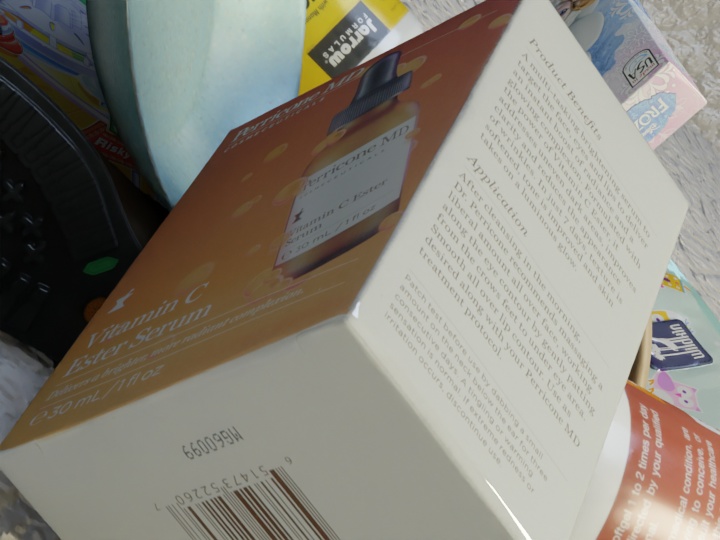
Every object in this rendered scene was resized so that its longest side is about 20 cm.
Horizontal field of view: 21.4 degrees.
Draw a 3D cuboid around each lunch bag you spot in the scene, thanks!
[{"bbox_3d":[0.167,0.080,1.077,0.200,0.122,0.170,39,15,-54],"label":"lunch bag"}]

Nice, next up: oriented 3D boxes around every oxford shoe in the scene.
[{"bbox_3d":[-0.109,-0.012,0.721,0.200,0.073,0.084,53,10,-25],"label":"oxford shoe"}]

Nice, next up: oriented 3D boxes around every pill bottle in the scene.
[{"bbox_3d":[-0.035,-0.138,1.123,0.200,0.112,0.112,45,16,-6],"label":"pill bottle"},{"bbox_3d":[0.098,0.102,0.765,0.200,0.112,0.112,29,22,-22],"label":"pill bottle"}]

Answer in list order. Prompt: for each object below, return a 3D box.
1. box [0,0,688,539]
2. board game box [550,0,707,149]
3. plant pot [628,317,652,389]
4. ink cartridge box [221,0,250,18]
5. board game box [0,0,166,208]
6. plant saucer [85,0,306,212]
[{"bbox_3d":[0.002,0.017,0.637,0.106,0.152,0.200,52,37,-19],"label":"box"},{"bbox_3d":[0.109,-0.094,1.226,0.043,0.200,0.199,41,16,-26],"label":"board game box"},{"bbox_3d":[0.025,0.023,0.850,0.201,0.201,0.093,40,-22,-22],"label":"plant pot"},{"bbox_3d":[-0.098,-0.174,0.932,0.146,0.085,0.200,41,-3,-1],"label":"ink cartridge box"},{"bbox_3d":[-0.148,-0.101,0.805,0.200,0.034,0.135,39,32,-21],"label":"board game box"},{"bbox_3d":[-0.068,-0.111,0.751,0.201,0.039,0.201,2,90,-75],"label":"plant saucer"}]
